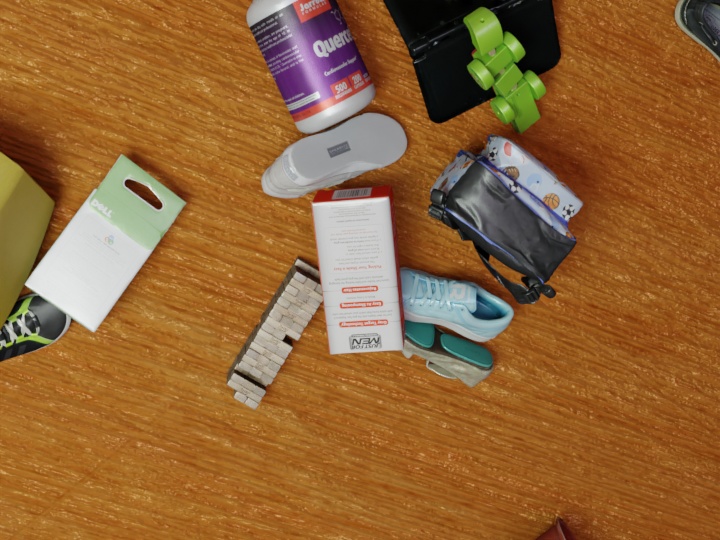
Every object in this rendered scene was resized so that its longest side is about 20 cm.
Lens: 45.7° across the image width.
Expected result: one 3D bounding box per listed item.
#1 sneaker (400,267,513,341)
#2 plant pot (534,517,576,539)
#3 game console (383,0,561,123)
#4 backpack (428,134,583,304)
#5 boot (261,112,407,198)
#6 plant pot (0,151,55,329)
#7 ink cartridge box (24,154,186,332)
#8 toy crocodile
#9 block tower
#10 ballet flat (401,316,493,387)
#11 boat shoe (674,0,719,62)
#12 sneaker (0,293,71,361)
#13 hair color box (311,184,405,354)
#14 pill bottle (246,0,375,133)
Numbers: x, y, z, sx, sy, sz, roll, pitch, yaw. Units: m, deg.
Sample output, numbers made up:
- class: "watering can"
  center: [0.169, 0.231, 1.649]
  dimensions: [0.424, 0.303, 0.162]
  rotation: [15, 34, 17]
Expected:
- class: "sneaker"
  center: [0.118, 0.033, 1.150]
  dimensions: [0.197, 0.082, 0.075]
  rotation: [17, 59, -19]
- class: "plant pot"
  center: [0.257, 0.499, 1.239]
  dimensions: [0.193, 0.201, 0.202]
  rotation: [-31, 105, 9]
- class: "game console"
  center: [0.143, -0.326, 1.114]
  dimensions: [0.197, 0.117, 0.178]
  rotation: [-26, 75, -2]
- class: "backpack"
  center: [0.175, -0.083, 1.087]
  dimensions: [0.199, 0.190, 0.155]
  rotation: [41, 90, -14]
- class: "boot"
  center: [-0.037, -0.146, 1.104]
  dimensions: [0.198, 0.095, 0.075]
  rotation: [-18, 89, -37]
- class: "plant pot"
  center: [-0.475, -0.066, 0.988]
  dimensions: [0.198, 0.200, 0.178]
  rotation: [35, 78, 5]
- class: "ink cartridge box"
  center: [-0.322, -0.035, 1.087]
  dimensions: [0.103, 0.059, 0.202]
  rotation: [36, 82, -14]
- class: "toy crocodile"
  center: [0.182, -0.248, 1.087]
  dimensions: [0.067, 0.062, 0.200]
  rotation: [-41, 139, 5]
- class: "block tower"
  center: [-0.113, 0.084, 1.153]
  dimensions: [0.053, 0.058, 0.202]
  rotation: [30, 96, -14]
- class: "ballet flat"
  center: [0.093, 0.108, 1.186]
  dimensions: [0.198, 0.068, 0.063]
  rotation: [29, 126, -11]
- class: "boat shoe"
  center: [0.517, -0.310, 1.143]
  dimensions: [0.197, 0.066, 0.075]
  rotation: [32, 97, -13]
- class: "sneaker"
  center: [-0.465, 0.092, 1.092]
  dimensions: [0.197, 0.083, 0.073]
  rotation: [-23, 105, -3]
- class: "hair color box"
  center: [0.000, 0.000, 1.082]
  dimensions: [0.099, 0.061, 0.204]
  rotation: [-3, 109, 6]
- class: "pill bottle"
  center: [-0.067, -0.280, 1.047]
  dimensions: [0.111, 0.113, 0.203]
  rotation: [-26, 105, -1]
